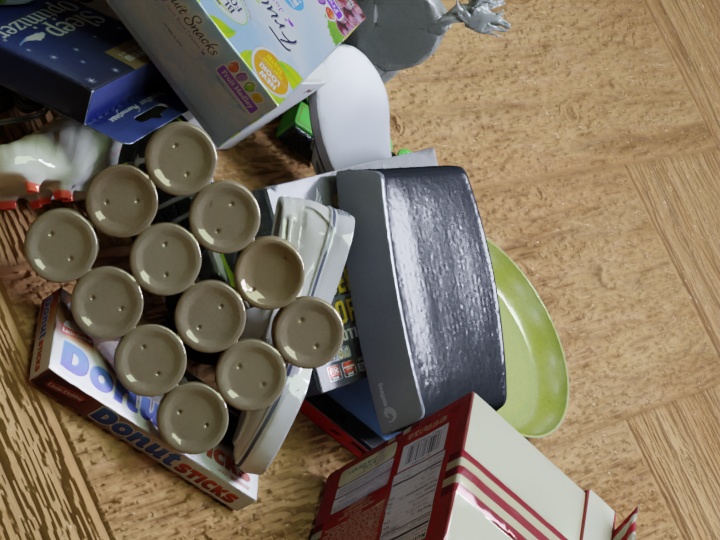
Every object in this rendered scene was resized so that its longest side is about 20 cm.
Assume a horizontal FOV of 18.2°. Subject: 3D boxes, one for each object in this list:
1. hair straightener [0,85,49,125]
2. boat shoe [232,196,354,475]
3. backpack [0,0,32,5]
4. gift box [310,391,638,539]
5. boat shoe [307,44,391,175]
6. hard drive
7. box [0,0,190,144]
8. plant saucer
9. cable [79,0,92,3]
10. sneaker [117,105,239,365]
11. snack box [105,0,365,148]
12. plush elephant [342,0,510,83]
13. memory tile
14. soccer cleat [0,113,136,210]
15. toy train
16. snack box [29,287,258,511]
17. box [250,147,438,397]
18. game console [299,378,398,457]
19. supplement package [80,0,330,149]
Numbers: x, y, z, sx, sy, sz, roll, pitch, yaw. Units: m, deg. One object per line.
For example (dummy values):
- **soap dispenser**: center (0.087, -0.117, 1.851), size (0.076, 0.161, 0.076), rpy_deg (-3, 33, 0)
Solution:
- **hair straightener**: center (-0.224, -0.142, 1.604), size (0.200, 0.077, 0.041), rpy_deg (-38, 122, -59)
- **boat shoe**: center (-0.066, 0.043, 1.596), size (0.070, 0.071, 0.201), rpy_deg (20, 82, -12)
- **backpack**: center (-0.272, -0.279, 1.577), size (0.163, 0.154, 0.200), rpy_deg (0, 26, -35)
- **gift box**: center (0.085, 0.215, 1.647), size (0.187, 0.184, 0.200), rpy_deg (43, 41, -21)
- **boat shoe**: center (-0.009, -0.092, 1.825), size (0.072, 0.066, 0.201), rpy_deg (-35, 121, -25)
- **hard drive**: center (0.051, 0.017, 1.705), size (0.135, 0.042, 0.201), rpy_deg (-5, 83, -46)
- **box**: center (-0.215, -0.155, 1.568), size (0.199, 0.033, 0.121), rpy_deg (26, 29, 14)
- **plant saucer**: center (0.108, 0.059, 1.952), size (0.200, 0.031, 0.201), rpy_deg (35, 39, -35)
- **cable**: center (-0.209, -0.294, 1.679), size (0.051, 0.164, 0.200), rpy_deg (-5, 28, -22)
- **sneaker**: center (-0.128, -0.032, 1.628), size (0.081, 0.073, 0.201), rpy_deg (-91, 171, -60)
- **snack box**: center (-0.096, -0.203, 1.622), size (0.169, 0.068, 0.200), rpy_deg (52, 31, -10)
- **plush elephant**: center (0.017, -0.241, 1.853), size (0.155, 0.199, 0.165), rpy_deg (-99, -171, -57)
- **memory tile**: center (-0.118, 0.012, 1.535), size (0.200, 0.153, 0.017), rpy_deg (54, -6, -9)
- **soccer cleat**: center (-0.209, -0.084, 1.583), size (0.200, 0.069, 0.078), rpy_deg (-1, 84, -63)
- **toy train**: center (0.014, -0.085, 1.905), size (0.200, 0.042, 0.057), rpy_deg (33, 48, -20)
- **snack box**: center (-0.147, 0.092, 1.571), size (0.200, 0.024, 0.072), rpy_deg (37, 40, -33)
- **box**: center (0.000, 0.000, 1.724), size (0.200, 0.048, 0.159), rpy_deg (-15, 91, -47)
- **game console**: center (0.001, 0.052, 1.766), size (0.200, 0.031, 0.177), rpy_deg (41, 52, -28)
- **supplement package**: center (-0.133, -0.206, 1.750), size (0.117, 0.117, 0.201), rpy_deg (-7, 69, -56)
